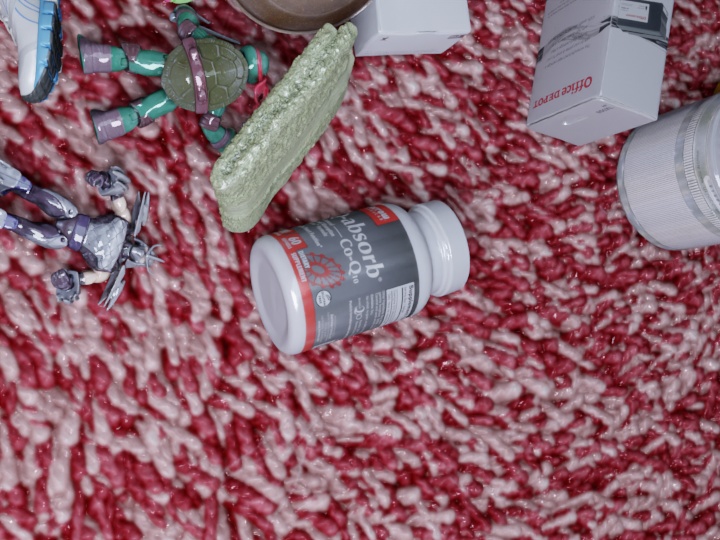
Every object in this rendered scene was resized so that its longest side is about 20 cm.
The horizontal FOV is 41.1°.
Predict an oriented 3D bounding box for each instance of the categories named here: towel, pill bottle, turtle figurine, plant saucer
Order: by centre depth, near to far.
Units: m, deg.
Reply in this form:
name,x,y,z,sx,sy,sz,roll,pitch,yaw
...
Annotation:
name,x,y,z,sx,sy,sz,roll,pitch,yaw
towel,-0.069,-0.132,0.907,0.036,0.149,0.201,35,76,7
turtle figurine,-0.160,-0.185,0.910,0.196,0.101,0.153,-11,89,-17
pill bottle,0.000,0.000,0.944,0.197,0.116,0.118,-17,91,-23
plant saucer,-0.049,-0.333,0.956,0.197,0.037,0.205,0,89,17

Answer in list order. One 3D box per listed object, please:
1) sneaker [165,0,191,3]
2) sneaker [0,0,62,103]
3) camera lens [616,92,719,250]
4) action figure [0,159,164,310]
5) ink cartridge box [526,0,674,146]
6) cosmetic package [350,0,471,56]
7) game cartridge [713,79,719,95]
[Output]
name,x,y,z,sx,sy,sz,roll,pitch,yaw
sneaker,-0.208,-0.345,0.926,0.202,0.076,0.084,57,34,-1
sneaker,-0.314,-0.249,0.871,0.085,0.075,0.204,-1,78,-14
camera lens,0.397,-0.111,1.070,0.157,0.199,0.163,2,84,-21
action figure,-0.269,-0.040,0.864,0.197,0.069,0.132,22,72,-22
ink cartridge box,0.266,-0.255,1.061,0.083,0.144,0.204,15,80,-20
cosmetic package,0.042,-0.336,1.013,0.111,0.081,0.204,-5,88,-22
game cartridge,0.564,-0.232,1.242,0.199,0.032,0.178,38,72,-16
